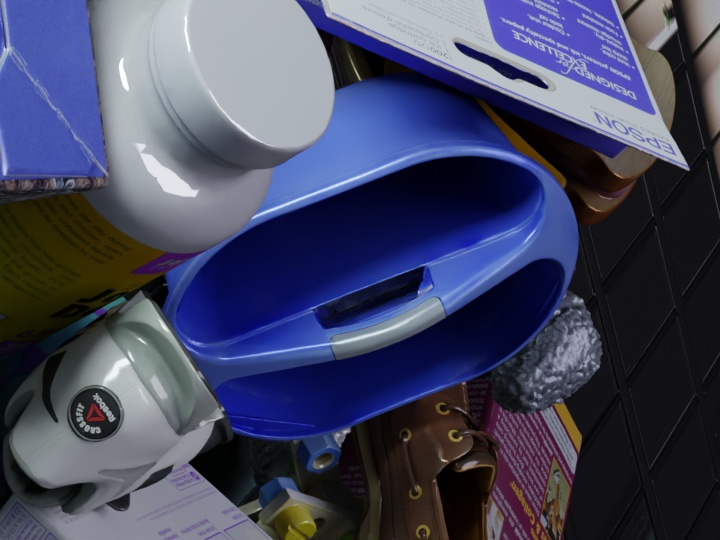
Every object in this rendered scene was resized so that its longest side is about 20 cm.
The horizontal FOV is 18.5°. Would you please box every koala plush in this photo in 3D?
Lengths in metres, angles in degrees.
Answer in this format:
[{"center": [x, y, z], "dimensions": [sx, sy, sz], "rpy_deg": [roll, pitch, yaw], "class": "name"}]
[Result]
[{"center": [-0.008, 0.029, 1.212], "dimensions": [0.200, 0.184, 0.177], "rpy_deg": [-31, 101, -39], "class": "koala plush"}]

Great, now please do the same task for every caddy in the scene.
[{"center": [0.000, 0.000, 1.021], "dimensions": [0.105, 0.200, 0.141], "rpy_deg": [-115, -176, -50], "class": "caddy"}]

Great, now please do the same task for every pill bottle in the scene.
[{"center": [-0.104, -0.042, 0.851], "dimensions": [0.104, 0.200, 0.104], "rpy_deg": [24, 53, -37], "class": "pill bottle"}]

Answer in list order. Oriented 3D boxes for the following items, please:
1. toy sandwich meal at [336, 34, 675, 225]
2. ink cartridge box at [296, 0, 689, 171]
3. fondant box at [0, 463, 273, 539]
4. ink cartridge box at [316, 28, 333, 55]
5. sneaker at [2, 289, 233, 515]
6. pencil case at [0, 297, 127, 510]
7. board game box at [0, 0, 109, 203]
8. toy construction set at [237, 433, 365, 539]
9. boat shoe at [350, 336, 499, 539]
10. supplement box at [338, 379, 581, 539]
[{"center": [0.074, -0.110, 1.147], "dimensions": [0.205, 0.070, 0.205], "rpy_deg": [26, 47, -32], "class": "toy sandwich meal"}, {"center": [0.043, -0.125, 1.031], "dimensions": [0.198, 0.043, 0.200], "rpy_deg": [21, 32, -26], "class": "ink cartridge box"}, {"center": [-0.056, 0.163, 0.924], "dimensions": [0.200, 0.058, 0.144], "rpy_deg": [40, 15, 12], "class": "fondant box"}, {"center": [-0.023, -0.195, 1.170], "dimensions": [0.119, 0.042, 0.200], "rpy_deg": [76, 22, -85], "class": "ink cartridge box"}, {"center": [-0.104, 0.057, 0.888], "dimensions": [0.074, 0.088, 0.200], "rpy_deg": [54, -4, 6], "class": "sneaker"}, {"center": [-0.163, 0.071, 0.947], "dimensions": [0.200, 0.085, 0.092], "rpy_deg": [-34, 142, -59], "class": "pencil case"}, {"center": [-0.204, -0.094, 0.778], "dimensions": [0.097, 0.200, 0.160], "rpy_deg": [-7, 89, -62], "class": "board game box"}, {"center": [-0.016, 0.165, 1.151], "dimensions": [0.200, 0.131, 0.092], "rpy_deg": [46, 8, -36], "class": "toy construction set"}, {"center": [0.039, 0.094, 1.090], "dimensions": [0.072, 0.068, 0.200], "rpy_deg": [27, 57, -49], "class": "boat shoe"}, {"center": [0.052, 0.143, 1.326], "dimensions": [0.131, 0.103, 0.200], "rpy_deg": [61, 34, -40], "class": "supplement box"}]
